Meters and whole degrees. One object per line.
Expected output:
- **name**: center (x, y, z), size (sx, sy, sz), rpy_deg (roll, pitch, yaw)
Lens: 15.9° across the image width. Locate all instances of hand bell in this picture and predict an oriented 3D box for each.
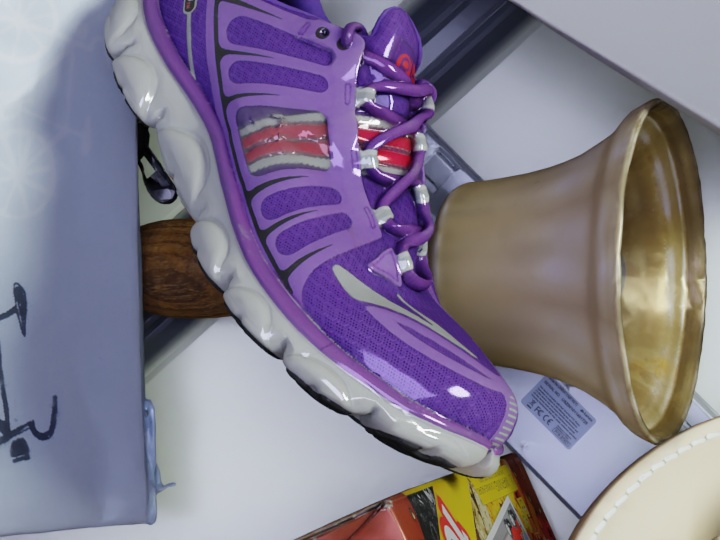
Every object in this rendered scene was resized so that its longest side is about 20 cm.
- **hand bell**: center (0.000, 0.000, 0.813), size (0.199, 0.104, 0.105), rpy_deg (0, 87, 21)

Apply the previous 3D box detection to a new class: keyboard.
- **keyboard**: center (0.070, 0.040, 0.840), size (0.200, 0.011, 0.056), rpy_deg (45, 97, 7)

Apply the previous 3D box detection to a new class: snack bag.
- **snack bag**: center (-0.148, -0.008, 0.768), size (0.199, 0.021, 0.190), rpy_deg (-4, 94, -34)

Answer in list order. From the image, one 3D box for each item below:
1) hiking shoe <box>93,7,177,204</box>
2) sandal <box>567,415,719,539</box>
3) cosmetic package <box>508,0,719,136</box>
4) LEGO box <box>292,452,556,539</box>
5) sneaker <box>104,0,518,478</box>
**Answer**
- **hiking shoe**: center (-0.160, -0.047, 0.833), size (0.199, 0.076, 0.101), rpy_deg (-10, 83, 4)
- **sandal**: center (0.161, 0.069, 0.755), size (0.211, 0.070, 0.078), rpy_deg (-12, 87, -21)
- **cosmetic package**: center (0.076, -0.095, 0.793), size (0.200, 0.082, 0.051), rpy_deg (34, 106, 15)
- **LEGO box**: center (0.026, 0.140, 0.739), size (0.077, 0.200, 0.150), rpy_deg (-25, 85, 11)
- **sneaker**: center (-0.007, -0.029, 0.744), size (0.083, 0.081, 0.200), rpy_deg (-38, 60, 14)
